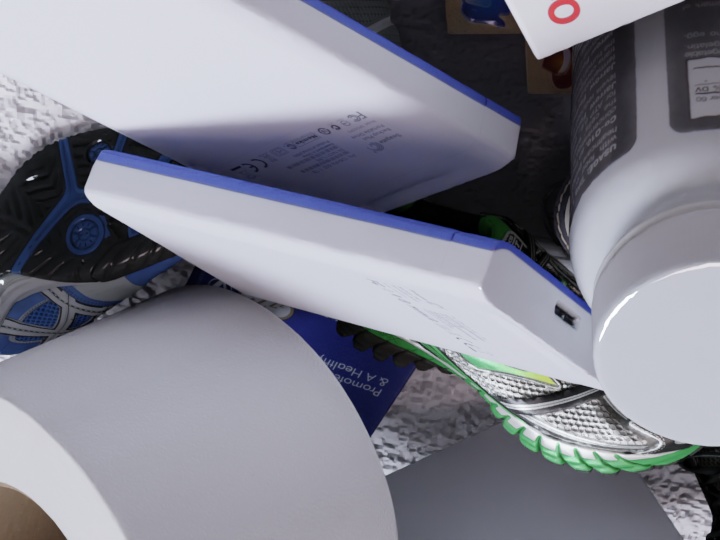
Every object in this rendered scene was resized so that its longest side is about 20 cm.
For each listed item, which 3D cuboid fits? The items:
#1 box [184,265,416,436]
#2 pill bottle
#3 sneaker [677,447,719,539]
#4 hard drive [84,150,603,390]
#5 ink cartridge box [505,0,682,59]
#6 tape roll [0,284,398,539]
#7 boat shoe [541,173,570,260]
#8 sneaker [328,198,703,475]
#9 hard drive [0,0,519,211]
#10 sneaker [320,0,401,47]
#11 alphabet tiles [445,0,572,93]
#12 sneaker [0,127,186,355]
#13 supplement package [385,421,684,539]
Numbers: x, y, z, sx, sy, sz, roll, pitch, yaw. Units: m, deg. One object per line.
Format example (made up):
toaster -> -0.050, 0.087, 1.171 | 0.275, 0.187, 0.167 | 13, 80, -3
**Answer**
box -> -0.051, 0.064, 1.011 | 0.121, 0.032, 0.200 | 20, 134, -12
pill bottle -> 0.138, -0.036, 0.763 | 0.114, 0.200, 0.114 | 4, 134, 4
sneaker -> 0.194, 0.112, 0.963 | 0.199, 0.114, 0.076 | 39, 156, -27
hard drive -> 0.000, 0.000, 0.806 | 0.200, 0.025, 0.132 | 14, 168, 36
ink cartridge box -> 0.121, -0.179, 0.687 | 0.200, 0.083, 0.147 | -22, 138, 14
tape roll -> -0.099, 0.121, 0.905 | 0.203, 0.139, 0.203 | 25, 127, 38
boat shoe -> 0.175, -0.002, 0.915 | 0.200, 0.073, 0.063 | 21, 176, -19
sneaker -> 0.074, 0.026, 0.887 | 0.200, 0.078, 0.085 | 23, 149, 9
hard drive -> -0.054, -0.078, 0.782 | 0.200, 0.025, 0.132 | 26, 153, -31
sneaker -> -0.071, -0.130, 0.802 | 0.080, 0.070, 0.200 | -25, 126, 31
alphabet tiles -> 0.115, -0.153, 0.800 | 0.167, 0.008, 0.200 | 0, 134, 7
sneaker -> -0.142, -0.009, 0.938 | 0.200, 0.076, 0.077 | -18, 155, 20
supplement package -> 0.090, 0.183, 0.960 | 0.156, 0.200, 0.111 | -24, 131, -5
